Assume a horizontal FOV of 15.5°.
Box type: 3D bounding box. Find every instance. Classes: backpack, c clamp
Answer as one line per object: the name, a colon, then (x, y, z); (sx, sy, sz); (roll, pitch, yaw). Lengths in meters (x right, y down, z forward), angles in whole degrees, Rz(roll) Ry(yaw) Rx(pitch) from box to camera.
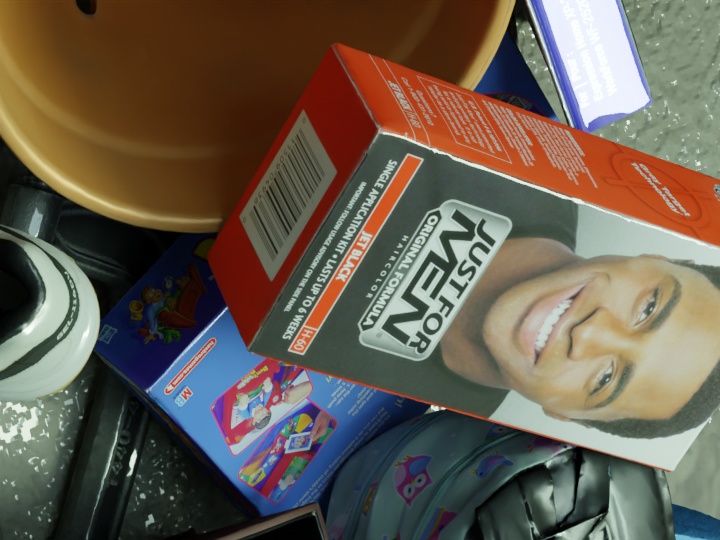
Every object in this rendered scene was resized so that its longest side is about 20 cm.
backpack: (0.058, 0.156, 1.060); (0.166, 0.126, 0.201); (-15, 109, -38)
c clamp: (-0.129, 0.042, 1.003); (0.171, 0.027, 0.201); (12, 90, -61)

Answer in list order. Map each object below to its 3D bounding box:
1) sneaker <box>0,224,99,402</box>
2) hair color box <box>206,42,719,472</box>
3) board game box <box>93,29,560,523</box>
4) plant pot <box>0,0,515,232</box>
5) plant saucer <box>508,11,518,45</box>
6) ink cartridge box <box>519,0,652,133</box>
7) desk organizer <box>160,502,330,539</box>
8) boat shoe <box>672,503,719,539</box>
sneaker: (-0.188, -0.001, 0.884); (0.199, 0.088, 0.076); (2, 81, 1)
hair color box: (0.056, -0.001, 0.972); (0.199, 0.061, 0.102); (16, 118, -31)
board game box: (0.000, 0.000, 1.061); (0.200, 0.045, 0.135); (-47, 138, -10)
plant pot: (-0.056, -0.135, 0.955); (0.199, 0.140, 0.201); (-11, 131, -13)
plant saucer: (-0.001, -0.083, 1.103); (0.200, 0.037, 0.202); (-5, 98, -38)
ink cartridge box: (0.064, -0.161, 1.054); (0.043, 0.200, 0.199); (-20, 113, 6)
desk organizer: (-0.094, 0.146, 0.976); (0.200, 0.077, 0.072); (-15, 87, -49)
boat shoe: (0.084, 0.134, 1.181); (0.199, 0.084, 0.069); (7, 99, -22)
